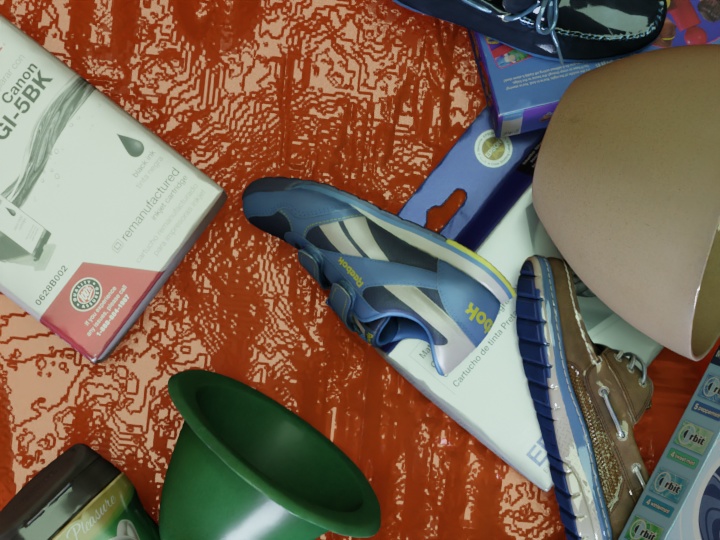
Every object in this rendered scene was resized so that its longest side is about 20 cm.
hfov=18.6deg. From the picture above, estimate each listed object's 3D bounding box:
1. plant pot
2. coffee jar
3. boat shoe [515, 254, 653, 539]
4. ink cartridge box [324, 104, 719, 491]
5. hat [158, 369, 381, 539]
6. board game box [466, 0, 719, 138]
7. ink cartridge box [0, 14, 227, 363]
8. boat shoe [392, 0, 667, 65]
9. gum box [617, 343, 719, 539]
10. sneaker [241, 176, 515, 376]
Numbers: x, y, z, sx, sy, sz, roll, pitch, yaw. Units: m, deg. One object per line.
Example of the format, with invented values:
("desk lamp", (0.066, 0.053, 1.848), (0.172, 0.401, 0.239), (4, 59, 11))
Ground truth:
("plant pot", (0.188, -0.061, 1.399), (0.134, 0.200, 0.201), (21, 86, 18))
("coffee jar", (-0.151, 0.213, 1.447), (0.104, 0.085, 0.200), (-43, 90, -13))
("boat shoe", (0.152, 0.083, 1.441), (0.072, 0.072, 0.201), (-14, 100, -9))
("ink cartridge box", (0.111, 0.011, 1.492), (0.200, 0.041, 0.200), (39, 86, 0))
("hat", (-0.105, 0.182, 1.420), (0.165, 0.200, 0.177), (40, 102, 21))
("board game box", (0.171, -0.180, 1.488), (0.199, 0.045, 0.135), (-13, 74, -3))
("ink cartridge box", (-0.209, -0.055, 1.462), (0.200, 0.083, 0.147), (37, 87, 0))
("boat shoe", (0.101, -0.182, 1.430), (0.198, 0.069, 0.085), (7, 74, 3))
("gum box", (0.263, 0.162, 1.447), (0.169, 0.044, 0.201), (31, 84, -33))
("sneaker", (0.000, 0.000, 1.451), (0.199, 0.074, 0.083), (25, 84, 20))
